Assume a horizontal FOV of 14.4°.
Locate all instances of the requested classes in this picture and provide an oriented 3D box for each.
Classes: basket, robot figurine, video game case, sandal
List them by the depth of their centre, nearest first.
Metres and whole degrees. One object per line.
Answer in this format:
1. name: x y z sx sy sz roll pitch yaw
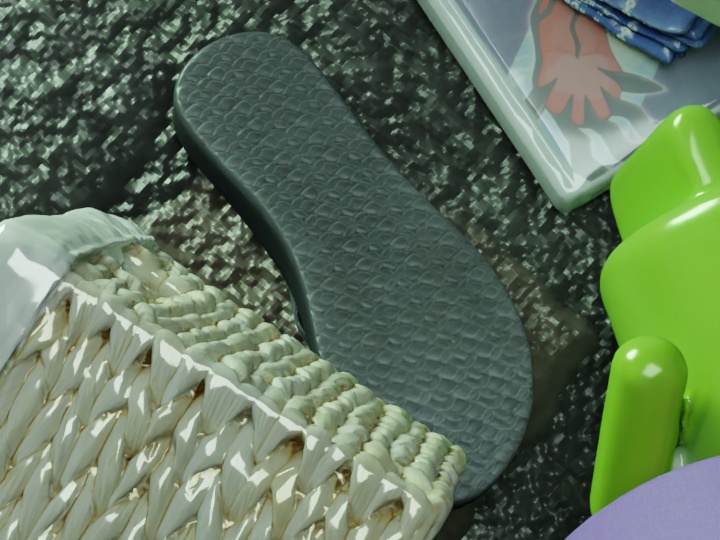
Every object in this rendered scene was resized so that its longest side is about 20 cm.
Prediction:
1. basket: -0.078 0.101 0.902 0.161 0.198 0.200 29 93 3
2. robot figurine: 0.154 0.040 0.984 0.175 0.116 0.200 -11 73 -24
3. sandal: 0.000 -0.001 1.038 0.076 0.043 0.200 -23 67 -16
4. video game case: 0.099 -0.149 1.088 0.182 0.023 0.200 -31 77 -9

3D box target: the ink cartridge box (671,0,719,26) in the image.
1. ink cartridge box: 0.187 -0.129 1.014 0.200 0.067 0.117 23 76 -24

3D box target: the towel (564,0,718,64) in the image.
1. towel: 0.079 -0.183 1.076 0.200 0.024 0.145 34 75 10

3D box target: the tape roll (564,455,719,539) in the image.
1. tape roll: 0.141 0.158 0.915 0.200 0.066 0.200 1 116 2
